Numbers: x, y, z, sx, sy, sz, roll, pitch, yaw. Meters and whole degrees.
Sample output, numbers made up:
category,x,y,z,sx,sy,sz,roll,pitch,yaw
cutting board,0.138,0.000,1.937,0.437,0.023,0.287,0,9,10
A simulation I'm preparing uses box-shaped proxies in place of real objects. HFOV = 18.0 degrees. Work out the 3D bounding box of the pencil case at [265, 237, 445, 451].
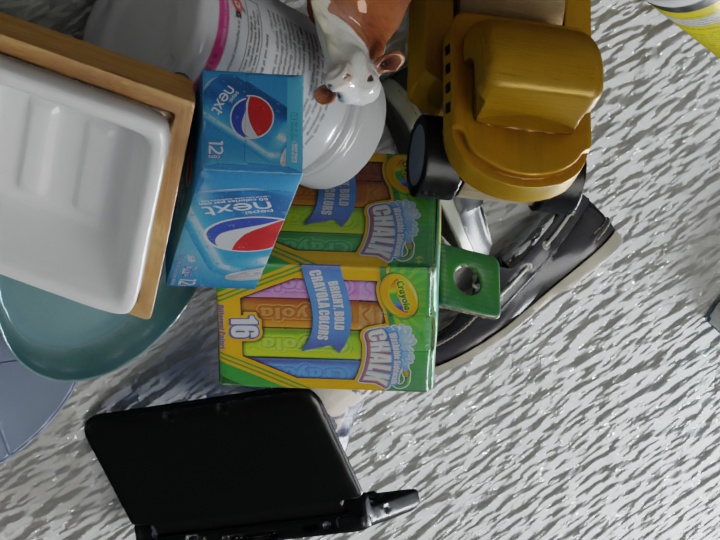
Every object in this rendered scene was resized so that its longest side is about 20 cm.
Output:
category,x,y,z,sx,sy,sz,roll,pitch,yaw
pencil case,-0.006,0.054,1.757,0.089,0.078,0.201,-3,128,-55

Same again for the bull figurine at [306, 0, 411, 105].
category,x,y,z,sx,sy,sz,roll,pitch,yaw
bull figurine,0.002,-0.201,1.472,0.122,0.065,0.201,55,49,-30

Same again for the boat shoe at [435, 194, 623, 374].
category,x,y,z,sx,sy,sz,roll,pitch,yaw
boat shoe,0.118,0.010,1.857,0.199,0.073,0.063,-36,98,0

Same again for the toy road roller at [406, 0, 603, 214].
category,x,y,z,sx,sy,sz,roll,pitch,yaw
toy road roller,0.107,-0.141,1.554,0.122,0.202,0.146,7,154,-12

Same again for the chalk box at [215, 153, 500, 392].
category,x,y,z,sx,sy,sz,roll,pitch,yaw
chalk box,0.000,0.000,1.608,0.198,0.125,0.125,1,132,1

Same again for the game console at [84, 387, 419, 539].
category,x,y,z,sx,sy,sz,roll,pitch,yaw
game console,-0.079,0.147,1.735,0.176,0.198,0.118,-7,89,-66

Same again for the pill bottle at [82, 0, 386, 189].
category,x,y,z,sx,sy,sz,roll,pitch,yaw
pill bottle,-0.078,-0.127,1.503,0.199,0.113,0.114,23,109,-48

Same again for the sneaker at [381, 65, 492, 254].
category,x,y,z,sx,sy,sz,roll,pitch,yaw
sneaker,0.089,-0.089,1.710,0.106,0.075,0.201,-33,139,-9

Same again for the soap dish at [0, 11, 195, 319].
category,x,y,z,sx,sy,sz,roll,pitch,yaw
soap dish,-0.201,-0.075,1.398,0.081,0.198,0.158,-59,167,-56

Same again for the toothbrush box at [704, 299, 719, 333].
category,x,y,z,sx,sy,sz,roll,pitch,yaw
toothbrush box,0.436,0.030,2.110,0.199,0.085,0.147,17,113,-49

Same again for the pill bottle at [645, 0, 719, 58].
category,x,y,z,sx,sy,sz,roll,pitch,yaw
pill bottle,0.288,-0.221,1.731,0.115,0.114,0.199,-51,141,10

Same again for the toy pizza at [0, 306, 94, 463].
category,x,y,z,sx,sy,sz,roll,pitch,yaw
toy pizza,-0.271,0.059,1.565,0.199,0.032,0.201,-26,136,-28

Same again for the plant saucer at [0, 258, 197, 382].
category,x,y,z,sx,sy,sz,roll,pitch,yaw
plant saucer,-0.177,-0.020,1.554,0.199,0.027,0.202,-28,132,-36

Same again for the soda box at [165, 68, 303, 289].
category,x,y,z,sx,sy,sz,roll,pitch,yaw
soda box,-0.082,-0.053,1.436,0.064,0.068,0.200,3,159,-10
